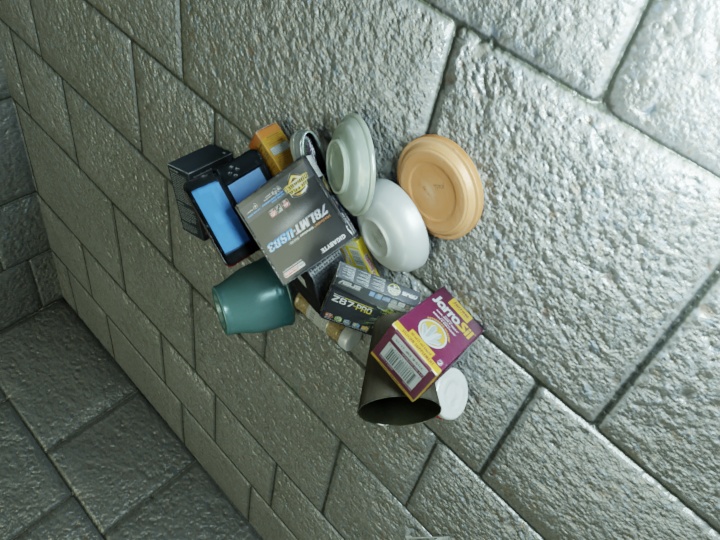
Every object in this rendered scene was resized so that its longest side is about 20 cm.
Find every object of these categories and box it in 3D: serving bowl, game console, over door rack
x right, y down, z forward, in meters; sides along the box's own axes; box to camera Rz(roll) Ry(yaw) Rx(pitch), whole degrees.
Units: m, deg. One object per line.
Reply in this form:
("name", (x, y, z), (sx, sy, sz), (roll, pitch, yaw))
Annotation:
("serving bowl", (0.052, -0.080, 1.297), (0.200, 0.065, 0.203), (43, 149, 32))
("game console", (-0.258, -0.141, 1.386), (0.204, 0.169, 0.119), (61, -177, -7))
("over door rack", (0.214, 0.828, 1.807), (0.198, 0.066, 0.151), (-21, 98, 54))

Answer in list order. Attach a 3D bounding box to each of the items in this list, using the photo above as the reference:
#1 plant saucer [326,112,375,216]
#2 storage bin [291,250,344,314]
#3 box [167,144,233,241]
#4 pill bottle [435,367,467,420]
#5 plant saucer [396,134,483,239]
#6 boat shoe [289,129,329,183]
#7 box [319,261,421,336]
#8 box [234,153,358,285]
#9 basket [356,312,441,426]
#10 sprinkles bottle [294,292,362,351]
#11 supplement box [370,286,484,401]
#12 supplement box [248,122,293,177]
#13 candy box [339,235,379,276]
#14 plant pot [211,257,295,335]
("plant saucer", (-0.030, -0.211, 1.275), (0.199, 0.049, 0.207), (173, 90, -68))
("storage bin", (-0.107, -0.004, 1.496), (0.135, 0.093, 0.202), (46, 162, 25))
("box", (-0.417, -0.212, 1.723), (0.105, 0.147, 0.205), (24, 133, 36))
("pill bottle", (0.140, 0.272, 1.443), (0.197, 0.110, 0.113), (-5, 112, 51))
("plant saucer", (0.143, -0.152, 1.193), (0.198, 0.032, 0.205), (30, 136, 33))
("boat shoe", (-0.098, -0.201, 1.360), (0.071, 0.069, 0.206), (12, 122, 62))
("box", (0.020, 0.076, 1.418), (0.195, 0.050, 0.163), (21, 138, -6))
("box", (-0.135, -0.105, 1.337), (0.197, 0.050, 0.202), (-30, 94, 18))
("basket", (0.079, 0.207, 1.350), (0.175, 0.205, 0.137), (-9, 142, 12))
("sprinkles bottle", (-0.085, 0.123, 1.641), (0.198, 0.068, 0.070), (37, 140, 27))
("supplement box", (0.136, 0.143, 1.265), (0.131, 0.198, 0.104), (46, 131, 13))
("supplement box", (-0.169, -0.227, 1.440), (0.202, 0.068, 0.066), (55, 146, 1))
("candy box", (0.000, 0.000, 1.444), (0.101, 0.026, 0.203), (19, 143, 47))
("plant pot", (-0.297, 0.080, 1.715), (0.201, 0.183, 0.204), (52, 152, 43))
